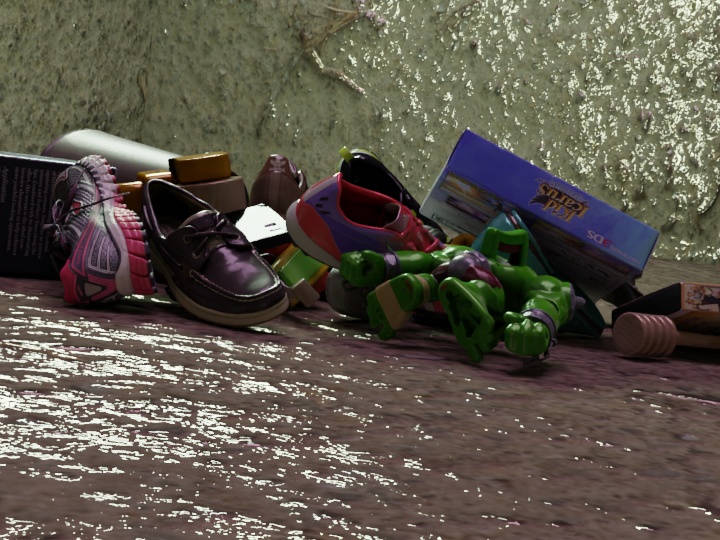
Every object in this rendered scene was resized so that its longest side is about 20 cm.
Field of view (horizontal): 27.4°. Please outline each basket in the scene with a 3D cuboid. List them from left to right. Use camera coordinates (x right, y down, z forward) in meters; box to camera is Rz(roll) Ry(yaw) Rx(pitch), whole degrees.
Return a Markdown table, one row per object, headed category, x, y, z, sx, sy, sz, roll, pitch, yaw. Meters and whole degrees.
| category | x | y | z | sx | sy | sz | roll | pitch | yaw |
| --- | --- | --- | --- | --- | --- | --- | --- | --- | --- |
| basket | -0.232 | -0.073 | 1.627 | 0.199 | 0.137 | 0.180 | 14 | 8 | 30 |

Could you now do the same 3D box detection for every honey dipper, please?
| category | x | y | z | sx | sy | sz | roll | pitch | yaw |
| --- | --- | --- | --- | --- | --- | --- | --- | --- | --- |
| honey dipper | 0.303 | 0.063 | 1.320 | 0.199 | 0.038 | 0.038 | 7 | 3 | -40 |

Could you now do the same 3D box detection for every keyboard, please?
| category | x | y | z | sx | sy | sz | roll | pitch | yaw |
| --- | --- | --- | --- | --- | --- | --- | --- | --- | --- |
| keyboard | -0.152 | -0.005 | 1.286 | 0.199 | 0.040 | 0.104 | -16 | 29 | -21 |

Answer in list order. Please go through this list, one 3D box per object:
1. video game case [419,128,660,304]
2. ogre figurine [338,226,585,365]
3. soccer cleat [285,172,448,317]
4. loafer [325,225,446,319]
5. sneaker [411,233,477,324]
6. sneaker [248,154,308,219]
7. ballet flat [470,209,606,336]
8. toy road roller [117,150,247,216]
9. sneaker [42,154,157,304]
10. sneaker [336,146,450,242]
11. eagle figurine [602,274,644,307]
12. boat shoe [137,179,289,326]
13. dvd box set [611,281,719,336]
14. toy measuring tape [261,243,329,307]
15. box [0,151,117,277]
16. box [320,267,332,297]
| category | x | y | z | sx | sy | sz | roll | pitch | yaw |
| --- | --- | --- | --- | --- | --- | --- | --- | --- | --- |
| video game case | 0.162 | -0.046 | 1.381 | 0.199 | 0.046 | 0.181 | 28 | -11 | 0 |
| ogre figurine | 0.091 | 0.018 | 1.165 | 0.119 | 0.099 | 0.199 | -13 | 6 | -43 |
| soccer cleat | 0.035 | -0.020 | 1.253 | 0.199 | 0.069 | 0.073 | 26 | -44 | -25 |
| loafer | 0.014 | -0.002 | 1.357 | 0.069 | 0.070 | 0.200 | 13 | 16 | 24 |
| sneaker | 0.117 | 0.008 | 1.406 | 0.077 | 0.083 | 0.200 | 9 | 4 | 25 |
| sneaker | -0.070 | -0.070 | 1.469 | 0.070 | 0.076 | 0.200 | 7 | 0 | 0 |
| ballet flat | 0.157 | 0.016 | 1.357 | 0.200 | 0.070 | 0.068 | 43 | 15 | -45 |
| toy road roller | -0.190 | -0.045 | 1.431 | 0.145 | 0.124 | 0.200 | -9 | 7 | -12 |
| sneaker | -0.229 | -0.037 | 1.228 | 0.074 | 0.081 | 0.200 | -15 | 28 | -16 |
| sneaker | 0.038 | -0.052 | 1.635 | 0.200 | 0.072 | 0.083 | 48 | 1 | -2 |
| eagle figurine | 0.224 | -0.012 | 1.585 | 0.198 | 0.153 | 0.151 | 2 | -16 | 1 |
| boat shoe | -0.129 | -0.017 | 1.193 | 0.073 | 0.065 | 0.200 | -25 | 36 | -31 |
| dvd box set | 0.355 | 0.045 | 1.379 | 0.198 | 0.030 | 0.146 | 5 | -14 | -16 |
| toy measuring tape | -0.051 | -0.004 | 1.323 | 0.073 | 0.074 | 0.200 | 6 | 1 | -14 |
| box | -0.345 | -0.057 | 1.367 | 0.199 | 0.108 | 0.148 | 5 | 4 | -30 |
| box | 0.000 | 0.000 | 1.531 | 0.157 | 0.050 | 0.199 | 9 | 5 | 41 |
